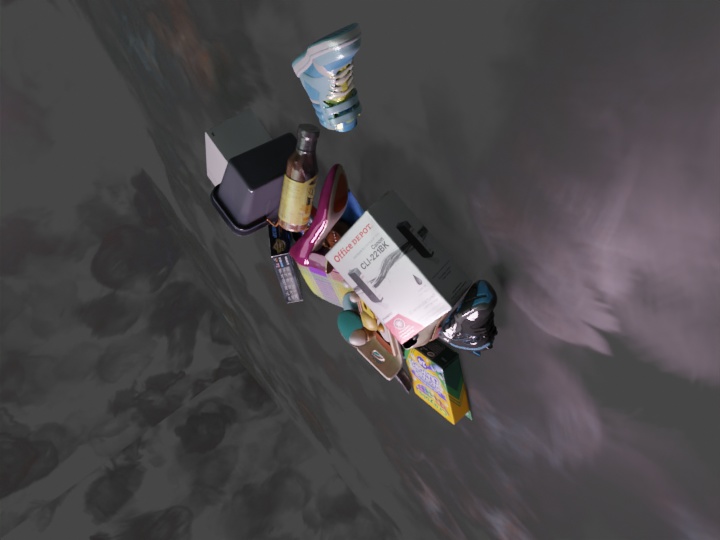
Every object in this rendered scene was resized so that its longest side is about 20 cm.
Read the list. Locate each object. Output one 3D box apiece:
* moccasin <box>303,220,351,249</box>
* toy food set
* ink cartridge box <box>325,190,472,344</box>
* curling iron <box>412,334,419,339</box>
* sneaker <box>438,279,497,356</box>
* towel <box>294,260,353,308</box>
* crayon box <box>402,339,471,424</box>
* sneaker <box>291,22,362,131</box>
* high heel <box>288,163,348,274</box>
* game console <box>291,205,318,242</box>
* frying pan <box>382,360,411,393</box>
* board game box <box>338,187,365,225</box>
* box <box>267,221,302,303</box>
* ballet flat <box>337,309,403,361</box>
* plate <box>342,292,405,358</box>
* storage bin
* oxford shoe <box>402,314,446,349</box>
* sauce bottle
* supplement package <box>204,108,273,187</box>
[{"bbox_3d":[-0.058,-0.060,1.143,0.201,0.077,0.075,36,151,55],"label":"moccasin"},{"bbox_3d":[0.007,0.090,1.119,0.143,0.060,0.203,36,146,58],"label":"toy food set"},{"bbox_3d":[0.058,-0.004,0.965,0.201,0.084,0.144,49,136,2],"label":"ink cartridge box"},{"bbox_3d":[0.052,0.045,1.075,0.201,0.025,0.050,53,158,33],"label":"curling iron"},{"bbox_3d":[0.187,0.078,0.937,0.081,0.074,0.200,34,161,8],"label":"sneaker"},{"bbox_3d":[-0.062,0.033,1.387,0.198,0.023,0.145,17,144,41],"label":"towel"},{"bbox_3d":[0.156,0.224,1.216,0.125,0.051,0.202,33,150,46],"label":"crayon box"},{"bbox_3d":[-0.026,-0.270,0.860,0.132,0.079,0.200,64,167,-15],"label":"sneaker"},{"bbox_3d":[-0.081,-0.096,1.045,0.095,0.067,0.203,22,113,24],"label":"high heel"},{"bbox_3d":[-0.119,-0.087,1.391,0.177,0.031,0.201,44,156,27],"label":"game console"},{"bbox_3d":[0.062,0.205,1.319,0.116,0.031,0.190,55,175,-23],"label":"frying pan"},{"bbox_3d":[0.013,-0.083,1.103,0.201,0.039,0.158,57,165,12],"label":"board game box"},{"bbox_3d":[-0.186,-0.042,1.465,0.201,0.045,0.161,82,178,-54],"label":"box"},{"bbox_3d":[0.021,0.144,1.267,0.067,0.069,0.199,22,-172,-38],"label":"ballet flat"},{"bbox_3d":[0.028,0.133,1.351,0.199,0.026,0.201,34,152,21],"label":"plate"},{"bbox_3d":[-0.185,-0.176,1.197,0.146,0.199,0.135,52,150,10],"label":"storage bin"},{"bbox_3d":[0.109,0.081,1.077,0.071,0.073,0.202,44,155,33],"label":"oxford shoe"},{"bbox_3d":[-0.113,-0.173,1.125,0.066,0.065,0.202,40,131,33],"label":"sauce bottle"},{"bbox_3d":[-0.272,-0.247,1.364,0.120,0.121,0.200,53,159,8],"label":"supplement package"}]
